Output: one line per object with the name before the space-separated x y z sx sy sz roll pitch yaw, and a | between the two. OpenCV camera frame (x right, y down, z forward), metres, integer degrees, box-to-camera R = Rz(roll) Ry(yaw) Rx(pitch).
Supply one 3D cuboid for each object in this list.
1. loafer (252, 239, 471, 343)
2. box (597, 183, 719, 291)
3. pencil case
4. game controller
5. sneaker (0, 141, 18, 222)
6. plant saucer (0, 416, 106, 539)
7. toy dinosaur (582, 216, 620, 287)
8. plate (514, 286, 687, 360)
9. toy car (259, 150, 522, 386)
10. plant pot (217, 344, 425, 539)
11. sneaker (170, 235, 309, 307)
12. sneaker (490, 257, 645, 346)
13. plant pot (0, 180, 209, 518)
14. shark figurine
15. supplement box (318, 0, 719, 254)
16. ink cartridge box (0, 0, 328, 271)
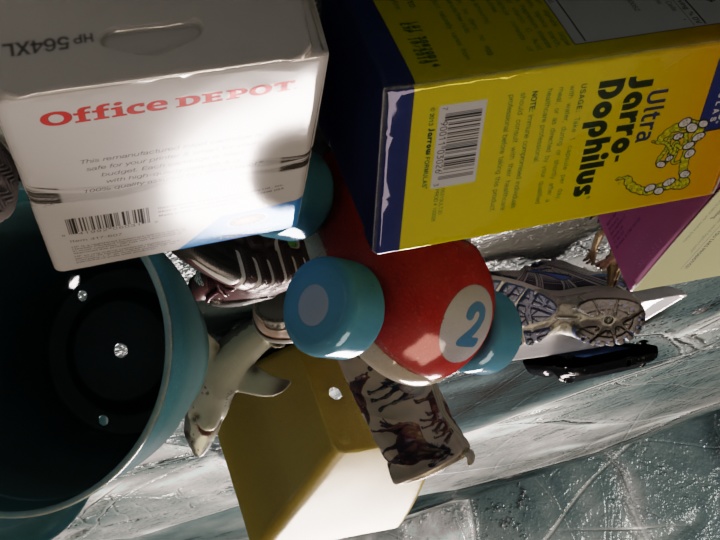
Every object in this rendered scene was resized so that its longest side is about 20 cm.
loafer | 0.000 0.000 0.935 0.199 0.072 0.063 -18 146 -9
box | 0.311 -0.079 0.852 0.199 0.097 0.176 -9 154 -16
pencil case | 0.034 0.101 1.025 0.089 0.200 0.078 -31 167 31
game controller | 0.318 0.120 1.516 0.200 0.042 0.104 -5 -168 -40
sneaker | -0.282 -0.053 0.550 0.200 0.078 0.112 17 149 -40
plant saucer | -0.264 0.106 0.816 0.027 0.201 0.200 -11 165 25
toy dinosaur | 0.260 -0.055 1.008 0.101 0.058 0.200 -21 157 -41
plate | 0.267 0.062 1.361 0.199 0.032 0.200 -6 161 -26
toy car | 0.062 -0.044 0.700 0.184 0.177 0.200 11 137 -47
plant pot | -0.029 0.175 1.234 0.200 0.200 0.176 -3 147 -32
sneaker | -0.103 -0.003 0.817 0.115 0.076 0.200 -22 161 29
sneaker | 0.184 0.028 1.124 0.199 0.085 0.077 8 122 -2
plant pot | -0.193 0.052 0.746 0.200 0.201 0.188 -17 174 8
shark figurine | -0.098 0.073 1.081 0.214 0.128 0.089 -27 -168 -19
supplement box | 0.088 -0.098 0.578 0.199 0.109 0.110 -10 138 -13
ink cartridge box | -0.103 -0.083 0.562 0.146 0.085 0.200 -10 161 -12
